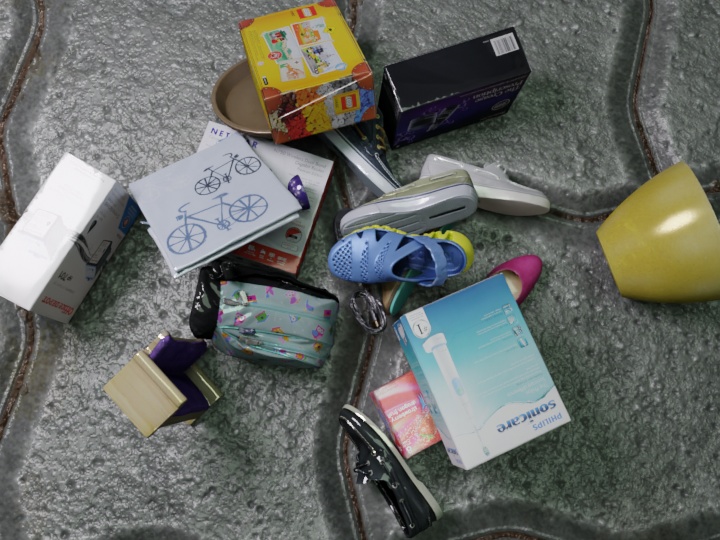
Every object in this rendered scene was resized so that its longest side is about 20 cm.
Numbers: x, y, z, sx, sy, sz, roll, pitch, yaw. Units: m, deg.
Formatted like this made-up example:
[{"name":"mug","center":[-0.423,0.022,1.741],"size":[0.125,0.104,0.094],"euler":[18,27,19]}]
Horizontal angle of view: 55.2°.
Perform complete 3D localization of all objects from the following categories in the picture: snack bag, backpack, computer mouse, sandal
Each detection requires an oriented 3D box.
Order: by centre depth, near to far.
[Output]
[{"name":"sandal","center":[0.048,-0.015,0.920],"size":[0.198,0.087,0.080],"euler":[-4,108,17]},{"name":"snack bag","center":[-0.204,-0.096,0.932],"size":[0.188,0.021,0.200],"euler":[-30,54,-15]},{"name":"backpack","center":[-0.130,0.063,0.943],"size":[0.198,0.167,0.128],"euler":[13,87,-14]},{"name":"computer mouse","center":[0.000,0.000,1.000],"size":[0.058,0.034,0.201],"euler":[-9,68,-7]}]

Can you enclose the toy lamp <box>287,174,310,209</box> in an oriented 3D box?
[{"name":"toy lamp","center":[-0.170,-0.074,0.958],"size":[0.199,0.058,0.059],"euler":[-21,80,-6]}]

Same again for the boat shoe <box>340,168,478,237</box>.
[{"name":"boat shoe","center":[0.068,-0.088,0.972],"size":[0.198,0.072,0.062],"euler":[-13,48,13]}]

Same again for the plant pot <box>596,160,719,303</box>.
[{"name":"plant pot","center":[0.422,-0.034,0.979],"size":[0.141,0.200,0.201],"euler":[-22,79,19]}]

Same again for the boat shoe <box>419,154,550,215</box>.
[{"name":"boat shoe","center":[0.189,-0.131,1.038],"size":[0.198,0.072,0.069],"euler":[11,78,9]}]

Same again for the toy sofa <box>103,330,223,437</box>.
[{"name":"toy sofa","center":[-0.235,0.145,0.887],"size":[0.098,0.200,0.083],"euler":[-43,83,-5]}]

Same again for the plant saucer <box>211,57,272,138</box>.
[{"name":"plant saucer","center":[-0.122,-0.262,1.026],"size":[0.198,0.030,0.201],"euler":[-3,50,4]}]

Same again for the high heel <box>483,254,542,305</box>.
[{"name":"high heel","center":[0.190,0.035,0.983],"size":[0.199,0.096,0.068],"euler":[-31,81,-8]}]

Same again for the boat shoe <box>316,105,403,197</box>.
[{"name":"boat shoe","center":[0.016,-0.189,1.032],"size":[0.091,0.071,0.200],"euler":[-43,81,-4]}]

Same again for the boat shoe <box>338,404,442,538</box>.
[{"name":"boat shoe","center":[0.026,0.276,0.937],"size":[0.066,0.074,0.200],"euler":[-38,92,-21]}]

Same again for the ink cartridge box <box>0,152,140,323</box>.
[{"name":"ink cartridge box","center":[-0.403,-0.039,0.943],"size":[0.085,0.146,0.201],"euler":[28,79,1]}]

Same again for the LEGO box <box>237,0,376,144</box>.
[{"name":"LEGO box","center":[-0.078,-0.286,0.972],"size":[0.148,0.077,0.201],"euler":[-16,51,-6]}]

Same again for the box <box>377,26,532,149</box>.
[{"name":"box","center":[0.132,-0.266,1.021],"size":[0.199,0.141,0.079],"euler":[-19,82,-6]}]

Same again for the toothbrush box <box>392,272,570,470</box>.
[{"name":"toothbrush box","center":[0.148,0.127,0.870],"size":[0.146,0.085,0.201],"euler":[-23,80,-8]}]

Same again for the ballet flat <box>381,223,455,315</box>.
[{"name":"ballet flat","center":[0.072,-0.033,1.007],"size":[0.072,0.068,0.201],"euler":[31,88,20]}]

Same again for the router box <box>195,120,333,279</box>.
[{"name":"router box","center":[-0.160,-0.104,1.019],"size":[0.199,0.049,0.181],"euler":[17,78,1]}]

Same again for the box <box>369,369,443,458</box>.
[{"name":"box","center":[0.122,0.168,0.953],"size":[0.199,0.095,0.103],"euler":[-26,81,-8]}]
